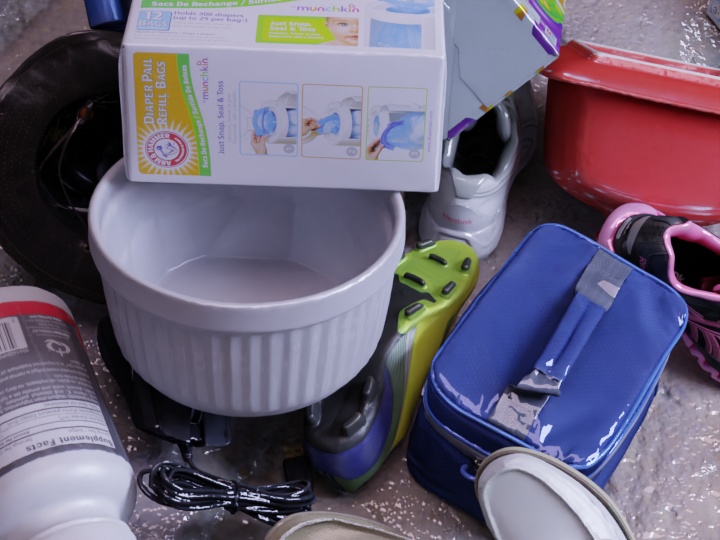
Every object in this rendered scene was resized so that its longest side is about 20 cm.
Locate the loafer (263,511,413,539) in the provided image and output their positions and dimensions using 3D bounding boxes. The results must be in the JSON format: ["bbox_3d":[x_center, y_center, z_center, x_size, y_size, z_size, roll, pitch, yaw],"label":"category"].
[{"bbox_3d":[0.031,0.202,1.128,0.198,0.068,0.076,20,79,4],"label":"loafer"}]

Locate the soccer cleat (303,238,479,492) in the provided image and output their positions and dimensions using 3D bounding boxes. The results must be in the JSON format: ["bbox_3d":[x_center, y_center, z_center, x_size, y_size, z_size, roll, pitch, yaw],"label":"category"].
[{"bbox_3d":[0.022,0.062,1.243,0.064,0.084,0.201,16,54,26],"label":"soccer cleat"}]

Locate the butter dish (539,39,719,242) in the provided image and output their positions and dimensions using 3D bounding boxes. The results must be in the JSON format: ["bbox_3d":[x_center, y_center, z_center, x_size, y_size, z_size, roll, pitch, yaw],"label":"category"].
[{"bbox_3d":[0.209,-0.082,1.353,0.197,0.149,0.200,10,11,-4],"label":"butter dish"}]

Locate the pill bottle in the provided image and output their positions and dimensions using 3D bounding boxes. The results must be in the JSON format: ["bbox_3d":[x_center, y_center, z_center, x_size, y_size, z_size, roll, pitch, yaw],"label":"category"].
[{"bbox_3d":[-0.204,0.118,1.146,0.110,0.111,0.201,-14,56,-19],"label":"pill bottle"}]

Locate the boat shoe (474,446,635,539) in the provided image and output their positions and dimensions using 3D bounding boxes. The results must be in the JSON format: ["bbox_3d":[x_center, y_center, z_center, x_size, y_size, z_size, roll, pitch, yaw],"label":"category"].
[{"bbox_3d":[0.139,0.196,1.109,0.200,0.075,0.068,50,22,-3],"label":"boat shoe"}]

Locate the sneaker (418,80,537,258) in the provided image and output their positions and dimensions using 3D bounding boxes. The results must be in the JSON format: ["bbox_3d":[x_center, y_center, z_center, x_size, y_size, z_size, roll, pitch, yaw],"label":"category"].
[{"bbox_3d":[0.098,-0.107,1.374,0.077,0.100,0.201,12,51,1],"label":"sneaker"}]

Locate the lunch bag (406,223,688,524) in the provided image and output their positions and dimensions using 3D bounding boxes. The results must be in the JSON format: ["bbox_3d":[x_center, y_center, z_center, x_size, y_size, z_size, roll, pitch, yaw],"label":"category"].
[{"bbox_3d":[0.120,0.076,1.215,0.135,0.133,0.200,27,53,13],"label":"lunch bag"}]

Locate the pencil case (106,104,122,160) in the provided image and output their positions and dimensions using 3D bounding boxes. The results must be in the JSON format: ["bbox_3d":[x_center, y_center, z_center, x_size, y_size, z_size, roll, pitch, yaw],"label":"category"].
[{"bbox_3d":[-0.098,-0.116,1.366,0.198,0.078,0.090,-9,43,-15],"label":"pencil case"}]

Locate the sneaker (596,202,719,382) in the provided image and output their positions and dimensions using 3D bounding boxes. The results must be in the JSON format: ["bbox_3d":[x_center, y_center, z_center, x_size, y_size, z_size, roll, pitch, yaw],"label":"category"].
[{"bbox_3d":[0.258,0.023,1.267,0.199,0.095,0.079,32,74,-18],"label":"sneaker"}]

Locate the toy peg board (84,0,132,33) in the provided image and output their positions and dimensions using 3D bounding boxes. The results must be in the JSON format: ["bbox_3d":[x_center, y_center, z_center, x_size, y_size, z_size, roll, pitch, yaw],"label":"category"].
[{"bbox_3d":[-0.106,-0.193,1.290,0.197,0.200,0.099,-12,89,7],"label":"toy peg board"}]

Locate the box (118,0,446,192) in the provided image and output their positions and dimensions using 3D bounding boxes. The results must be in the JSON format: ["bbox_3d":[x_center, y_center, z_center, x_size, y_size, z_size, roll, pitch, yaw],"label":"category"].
[{"bbox_3d":[-0.048,-0.124,1.160,0.198,0.102,0.113,2,38,-1],"label":"box"}]

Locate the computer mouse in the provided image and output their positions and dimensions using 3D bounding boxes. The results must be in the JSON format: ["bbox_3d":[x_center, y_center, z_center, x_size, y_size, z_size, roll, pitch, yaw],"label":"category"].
[{"bbox_3d":[-0.094,0.088,1.207,0.139,0.046,0.201,18,27,-30],"label":"computer mouse"}]

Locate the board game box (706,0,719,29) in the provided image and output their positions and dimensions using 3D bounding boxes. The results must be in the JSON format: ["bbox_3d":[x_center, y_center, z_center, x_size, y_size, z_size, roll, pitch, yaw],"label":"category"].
[{"bbox_3d":[0.407,-0.242,1.524,0.198,0.103,0.105,-18,57,-21],"label":"board game box"}]

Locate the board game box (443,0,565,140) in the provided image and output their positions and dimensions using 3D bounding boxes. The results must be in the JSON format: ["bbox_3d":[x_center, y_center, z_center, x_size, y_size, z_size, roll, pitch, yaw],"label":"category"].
[{"bbox_3d":[0.077,-0.197,1.309,0.105,0.103,0.200,48,24,-15],"label":"board game box"}]

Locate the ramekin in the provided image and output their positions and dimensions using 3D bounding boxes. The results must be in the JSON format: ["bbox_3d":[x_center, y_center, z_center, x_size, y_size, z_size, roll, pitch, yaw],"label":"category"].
[{"bbox_3d":[-0.072,0.002,1.166,0.198,0.106,0.201,2,38,-1],"label":"ramekin"}]

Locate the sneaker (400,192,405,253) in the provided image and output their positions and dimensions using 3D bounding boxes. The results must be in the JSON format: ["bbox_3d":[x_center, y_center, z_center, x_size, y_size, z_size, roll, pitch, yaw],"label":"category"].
[{"bbox_3d":[0.000,0.000,1.309,0.075,0.070,0.201,33,59,-6],"label":"sneaker"}]

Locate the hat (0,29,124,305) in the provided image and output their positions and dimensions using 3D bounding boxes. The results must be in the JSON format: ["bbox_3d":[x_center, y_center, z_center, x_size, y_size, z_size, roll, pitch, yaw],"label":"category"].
[{"bbox_3d":[-0.169,-0.070,1.274,0.198,0.081,0.203,-1,97,-12],"label":"hat"}]
